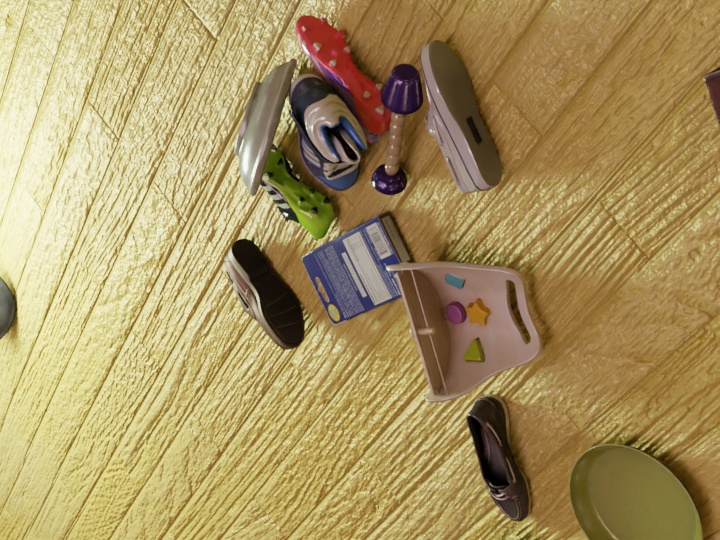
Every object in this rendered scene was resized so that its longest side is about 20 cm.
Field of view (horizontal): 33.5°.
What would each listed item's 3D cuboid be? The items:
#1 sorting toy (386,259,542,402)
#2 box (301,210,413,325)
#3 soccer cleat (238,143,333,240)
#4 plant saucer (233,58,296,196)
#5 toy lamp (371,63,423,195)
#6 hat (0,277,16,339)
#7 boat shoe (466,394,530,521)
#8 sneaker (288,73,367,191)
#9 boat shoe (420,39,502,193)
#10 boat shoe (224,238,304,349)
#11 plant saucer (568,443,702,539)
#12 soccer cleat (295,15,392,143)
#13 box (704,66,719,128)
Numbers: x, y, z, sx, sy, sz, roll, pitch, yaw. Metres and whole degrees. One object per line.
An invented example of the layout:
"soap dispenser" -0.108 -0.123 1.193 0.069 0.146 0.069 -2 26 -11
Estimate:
"sorting toy" 0.155 0.064 1.619 0.178 0.107 0.202 -7 106 39
"box" 0.000 0.000 1.781 0.199 0.032 0.122 -25 92 47
"soccer cleat" -0.120 -0.124 1.816 0.200 0.067 0.081 44 149 19
"plant saucer" -0.141 -0.208 1.694 0.050 0.201 0.201 17 131 -5
"toy lamp" 0.049 -0.188 1.585 0.058 0.058 0.201 41 148 22
"hat" -0.842 0.065 2.624 0.081 0.198 0.203 -99 8 -63
"boat shoe" 0.192 0.278 1.719 0.066 0.057 0.202 0 111 45
"sneaker" -0.032 -0.159 1.624 0.147 0.080 0.201 57 172 49
"boat shoe" 0.113 -0.191 1.533 0.065 0.073 0.202 -15 99 43
"boat shoe" -0.156 0.046 1.944 0.201 0.071 0.068 61 144 15
"plant saucer" 0.367 0.314 1.582 0.199 0.031 0.202 23 127 35
"soccer cleat" -0.028 -0.264 1.647 0.200 0.066 0.077 48 142 11
"box" 0.461 -0.132 1.143 0.163 0.165 0.202 -11 104 47
